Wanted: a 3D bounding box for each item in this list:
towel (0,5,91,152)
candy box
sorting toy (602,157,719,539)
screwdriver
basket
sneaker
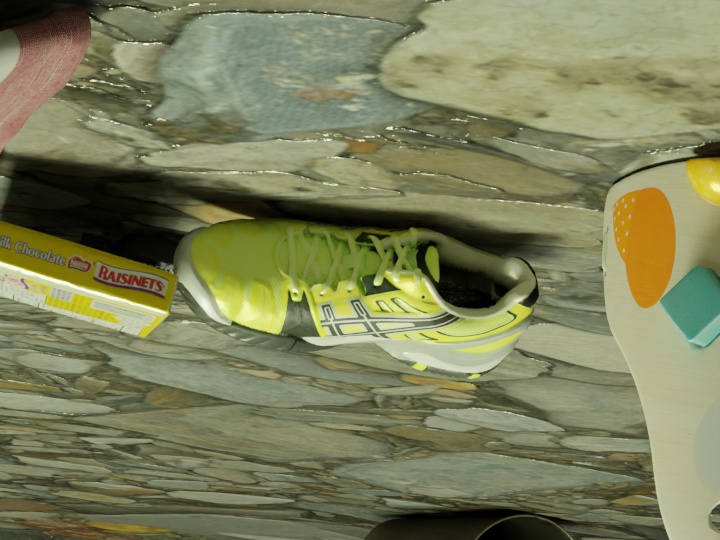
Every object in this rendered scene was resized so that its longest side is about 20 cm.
[{"bbox_3d":[-0.207,-0.035,1.016,0.199,0.023,0.144,-25,167,-40],"label":"towel"},{"bbox_3d":[-0.153,0.006,1.383,0.101,0.027,0.200,19,173,-7],"label":"candy box"},{"bbox_3d":[0.208,0.048,1.178,0.198,0.182,0.107,4,169,2],"label":"sorting toy"},{"bbox_3d":[-0.169,-0.020,1.427,0.199,0.028,0.029,16,136,-16],"label":"screwdriver"},{"bbox_3d":[0.097,0.311,2.633,0.179,0.137,0.199,8,173,-41],"label":"basket"},{"bbox_3d":[0.000,0.000,1.356,0.198,0.076,0.076,7,148,-23],"label":"sneaker"}]
